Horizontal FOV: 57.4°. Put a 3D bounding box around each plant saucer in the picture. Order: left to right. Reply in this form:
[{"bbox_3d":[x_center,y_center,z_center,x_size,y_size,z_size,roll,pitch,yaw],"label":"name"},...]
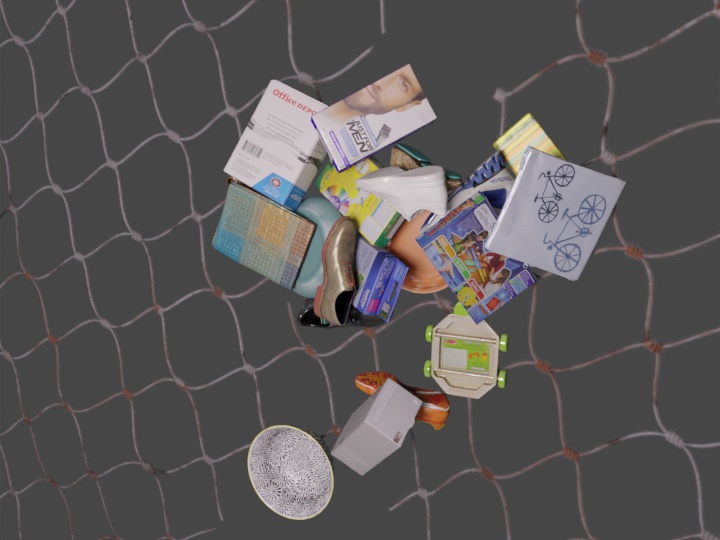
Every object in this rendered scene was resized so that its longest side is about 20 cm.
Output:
[{"bbox_3d":[-0.109,-0.046,1.298,0.199,0.036,0.202,-1,89,41],"label":"plant saucer"},{"bbox_3d":[0.117,-0.059,1.234,0.198,0.037,0.202,4,99,22],"label":"plant saucer"}]

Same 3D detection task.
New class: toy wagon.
[{"bbox_3d":[0.199,0.136,1.229,0.154,0.040,0.202,5,100,22],"label":"toy wagon"}]

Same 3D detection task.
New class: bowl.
[{"bbox_3d":[-0.127,0.406,1.381,0.199,0.094,0.203,4,100,23],"label":"bowl"}]

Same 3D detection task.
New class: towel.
[{"bbox_3d":[-0.192,-0.068,1.294,0.199,0.022,0.148,27,108,15],"label":"towel"},{"bbox_3d":[0.321,-0.169,1.142,0.086,0.018,0.201,-39,83,28],"label":"towel"}]

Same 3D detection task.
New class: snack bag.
[{"bbox_3d":[0.318,-0.089,1.089,0.198,0.021,0.190,15,109,-17],"label":"snack bag"}]

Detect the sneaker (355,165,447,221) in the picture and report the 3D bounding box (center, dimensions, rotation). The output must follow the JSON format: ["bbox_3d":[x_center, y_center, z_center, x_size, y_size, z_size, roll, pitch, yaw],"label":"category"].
[{"bbox_3d":[0.067,-0.127,1.121,0.199,0.075,0.089,12,126,50],"label":"sneaker"}]

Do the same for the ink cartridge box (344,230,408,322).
[{"bbox_3d":[0.000,0.000,1.247,0.200,0.042,0.120,37,114,40],"label":"ink cartridge box"}]

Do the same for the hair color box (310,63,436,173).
[{"bbox_3d":[0.023,-0.270,1.180,0.199,0.065,0.110,-29,93,-3],"label":"hair color box"}]

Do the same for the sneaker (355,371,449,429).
[{"bbox_3d":[0.075,0.256,1.286,0.199,0.073,0.078,20,116,22],"label":"sneaker"}]

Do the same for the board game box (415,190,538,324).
[{"bbox_3d":[0.201,-0.018,1.122,0.135,0.035,0.200,-36,119,5],"label":"board game box"}]

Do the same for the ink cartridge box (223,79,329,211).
[{"bbox_3d":[-0.146,-0.239,1.266,0.145,0.084,0.201,30,92,16],"label":"ink cartridge box"}]

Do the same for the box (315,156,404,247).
[{"bbox_3d":[0.005,-0.150,1.238,0.200,0.048,0.118,47,112,28],"label":"box"}]

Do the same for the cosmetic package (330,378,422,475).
[{"bbox_3d":[0.028,0.298,1.241,0.090,0.107,0.200,33,140,2],"label":"cosmetic package"}]

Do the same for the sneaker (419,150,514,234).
[{"bbox_3d":[0.208,-0.104,1.139,0.199,0.081,0.115,-43,91,-10],"label":"sneaker"}]

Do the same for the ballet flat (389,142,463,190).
[{"bbox_3d":[0.112,-0.167,1.165,0.200,0.070,0.066,48,125,54],"label":"ballet flat"}]

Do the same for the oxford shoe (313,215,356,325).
[{"bbox_3d":[-0.029,0.003,1.203,0.075,0.070,0.202,26,114,44],"label":"oxford shoe"}]

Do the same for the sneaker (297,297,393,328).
[{"bbox_3d":[-0.032,0.089,1.295,0.198,0.079,0.076,-4,107,23],"label":"sneaker"}]

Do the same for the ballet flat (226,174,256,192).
[{"bbox_3d":[-0.233,-0.109,1.354,0.067,0.072,0.202,-11,95,35],"label":"ballet flat"}]
